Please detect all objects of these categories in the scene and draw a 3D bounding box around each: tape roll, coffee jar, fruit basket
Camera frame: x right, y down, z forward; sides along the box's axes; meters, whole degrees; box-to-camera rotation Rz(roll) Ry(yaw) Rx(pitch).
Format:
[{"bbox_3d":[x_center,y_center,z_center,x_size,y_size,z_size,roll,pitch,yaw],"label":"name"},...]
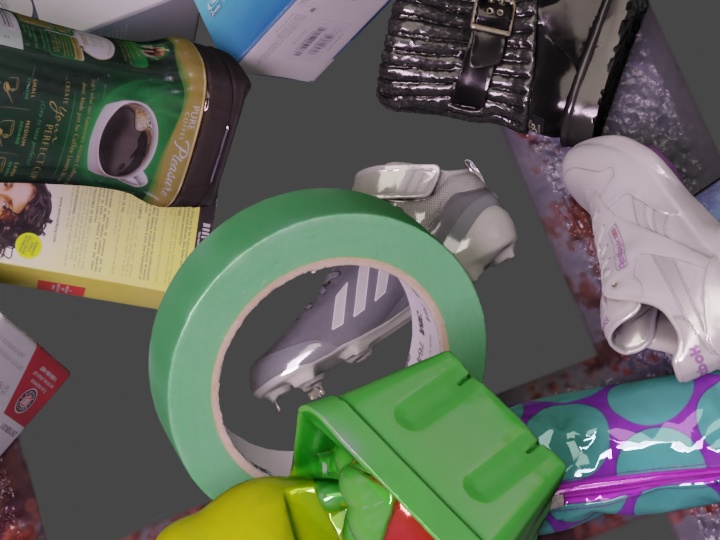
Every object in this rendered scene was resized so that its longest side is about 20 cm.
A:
[{"bbox_3d":[-0.024,0.054,0.966,0.200,0.201,0.048,-37,29,-5],"label":"tape roll"},{"bbox_3d":[-0.170,-0.098,0.996,0.198,0.105,0.085,7,27,-28],"label":"coffee jar"},{"bbox_3d":[-0.008,0.158,0.875,0.215,0.216,0.155,-44,70,-7],"label":"fruit basket"}]

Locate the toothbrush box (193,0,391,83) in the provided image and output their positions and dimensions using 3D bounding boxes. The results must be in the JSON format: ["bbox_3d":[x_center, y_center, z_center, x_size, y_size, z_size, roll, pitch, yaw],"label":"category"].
[{"bbox_3d":[-0.055,-0.248,1.074,0.146,0.085,0.201,-42,64,32],"label":"toothbrush box"}]

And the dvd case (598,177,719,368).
[{"bbox_3d":[0.262,0.033,1.016,0.142,0.018,0.201,-33,68,-4],"label":"dvd case"}]

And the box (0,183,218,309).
[{"bbox_3d":[-0.195,-0.025,1.056,0.198,0.050,0.076,9,71,-12],"label":"box"}]

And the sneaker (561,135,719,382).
[{"bbox_3d":[0.166,-0.011,0.981,0.099,0.075,0.200,-34,43,-6],"label":"sneaker"}]

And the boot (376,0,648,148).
[{"bbox_3d":[0.108,-0.189,1.086,0.156,0.080,0.213,17,75,15],"label":"boot"}]

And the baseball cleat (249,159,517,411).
[{"bbox_3d":[0.000,0.000,1.041,0.199,0.070,0.107,-31,82,-14],"label":"baseball cleat"}]

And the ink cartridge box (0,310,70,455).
[{"bbox_3d":[-0.292,0.099,1.015,0.083,0.146,0.200,37,81,17],"label":"ink cartridge box"}]

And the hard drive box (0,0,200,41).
[{"bbox_3d":[-0.231,-0.187,1.103,0.199,0.077,0.156,-28,67,-30],"label":"hard drive box"}]

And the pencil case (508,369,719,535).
[{"bbox_3d":[0.164,0.108,0.957,0.198,0.086,0.093,-12,26,14],"label":"pencil case"}]
